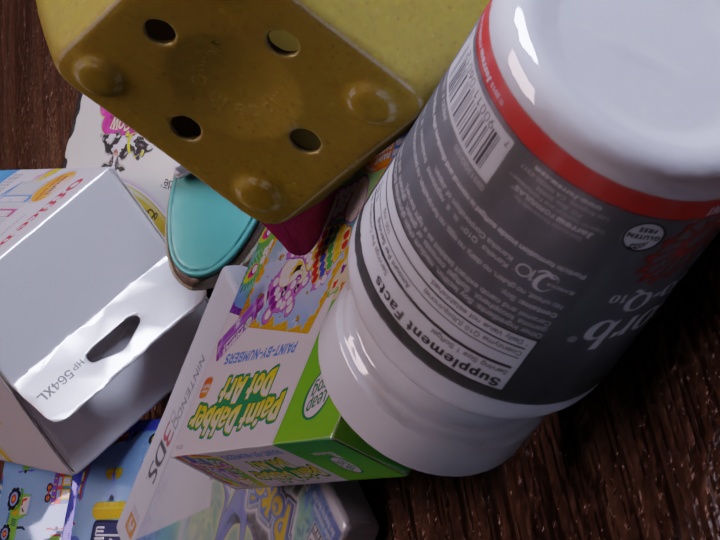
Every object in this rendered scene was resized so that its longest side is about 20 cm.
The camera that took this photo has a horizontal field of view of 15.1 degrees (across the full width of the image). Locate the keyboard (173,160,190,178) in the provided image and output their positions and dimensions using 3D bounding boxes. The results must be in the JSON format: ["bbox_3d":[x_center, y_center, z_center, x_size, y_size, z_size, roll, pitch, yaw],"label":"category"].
[{"bbox_3d":[-0.024,-0.106,1.371,0.200,0.011,0.057,-24,50,35],"label":"keyboard"}]

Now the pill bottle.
[{"bbox_3d":[0.064,-0.017,1.015,0.200,0.115,0.116,123,154,-45],"label":"pill bottle"}]

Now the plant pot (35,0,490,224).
[{"bbox_3d":[-0.020,-0.139,1.101,0.195,0.194,0.200,-36,24,45],"label":"plant pot"}]

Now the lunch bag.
[{"bbox_3d":[-0.133,0.169,1.541,0.200,0.094,0.151,-18,58,55],"label":"lunch bag"}]

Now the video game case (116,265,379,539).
[{"bbox_3d":[-0.062,0.129,1.360,0.183,0.022,0.200,-66,33,30],"label":"video game case"}]

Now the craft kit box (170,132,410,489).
[{"bbox_3d":[0.000,0.000,1.227,0.200,0.048,0.198,-15,53,65],"label":"craft kit box"}]

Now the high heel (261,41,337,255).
[{"bbox_3d":[-0.020,-0.092,1.279,0.200,0.067,0.096,-55,-47,-51],"label":"high heel"}]

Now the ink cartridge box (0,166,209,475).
[{"bbox_3d":[-0.181,0.026,1.553,0.129,0.125,0.200,-43,19,-22],"label":"ink cartridge box"}]

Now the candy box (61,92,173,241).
[{"bbox_3d":[-0.096,-0.120,1.566,0.136,0.061,0.201,20,100,48],"label":"candy box"}]

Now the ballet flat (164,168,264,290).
[{"bbox_3d":[-0.056,-0.078,1.450,0.062,0.067,0.201,45,-128,-63],"label":"ballet flat"}]
